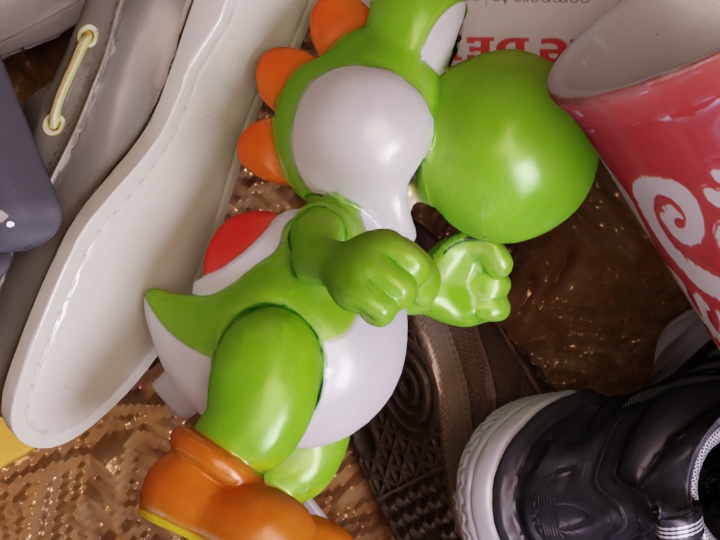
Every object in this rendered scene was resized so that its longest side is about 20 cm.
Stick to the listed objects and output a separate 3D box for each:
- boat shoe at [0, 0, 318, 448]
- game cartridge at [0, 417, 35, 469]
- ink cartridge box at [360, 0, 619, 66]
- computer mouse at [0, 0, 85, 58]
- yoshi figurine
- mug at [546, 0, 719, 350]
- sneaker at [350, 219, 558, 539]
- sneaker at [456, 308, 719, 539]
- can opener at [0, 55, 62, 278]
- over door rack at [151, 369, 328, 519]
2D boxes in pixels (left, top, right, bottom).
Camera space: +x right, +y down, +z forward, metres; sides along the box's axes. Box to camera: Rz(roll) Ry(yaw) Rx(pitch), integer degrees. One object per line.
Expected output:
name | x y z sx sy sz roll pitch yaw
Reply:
boat shoe | -0.076 -0.042 0.888 0.060 0.072 0.203 23 85 28
game cartridge | -0.198 -0.002 0.922 0.176 0.032 0.201 -32 97 7
ink cartridge box | 0.064 -0.156 0.917 0.145 0.083 0.202 2 105 9
computer mouse | -0.111 -0.115 0.949 0.199 0.044 0.110 -32 97 -7
yoshi figurine | 0.013 0.004 0.858 0.112 0.112 0.201 26 80 -31
mug | 0.176 -0.008 0.790 0.177 0.134 0.201 -24 105 23
sneaker | 0.050 0.070 0.976 0.075 0.070 0.201 -20 93 -32
sneaker | 0.134 0.060 0.922 0.199 0.113 0.076 -19 104 -41
can opener | -0.159 -0.089 0.849 0.053 0.067 0.201 -34 72 35
over door rack | -0.038 0.145 0.938 0.148 0.067 0.200 -44 84 14
